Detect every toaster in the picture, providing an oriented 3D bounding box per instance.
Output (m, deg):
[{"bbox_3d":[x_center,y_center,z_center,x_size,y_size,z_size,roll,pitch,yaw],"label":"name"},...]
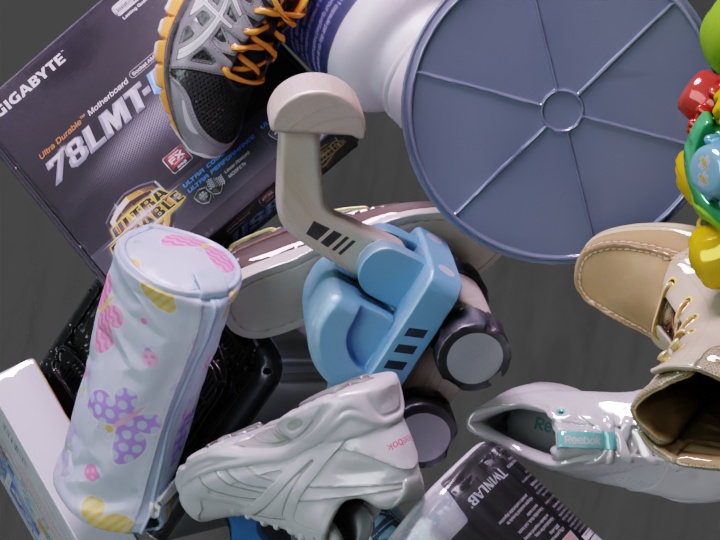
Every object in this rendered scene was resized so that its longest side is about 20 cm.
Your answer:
[{"bbox_3d":[-0.117,0.063,1.227,0.181,0.118,0.200,48,115,27],"label":"toaster"}]

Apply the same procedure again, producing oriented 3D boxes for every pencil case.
[{"bbox_3d":[-0.138,0.072,1.088,0.091,0.083,0.201,51,131,50],"label":"pencil case"}]

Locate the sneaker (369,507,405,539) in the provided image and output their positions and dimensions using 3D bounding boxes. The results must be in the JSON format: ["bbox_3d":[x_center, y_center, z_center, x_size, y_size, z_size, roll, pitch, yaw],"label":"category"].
[{"bbox_3d":[0.052,0.214,1.136,0.095,0.079,0.201,-24,77,15],"label":"sneaker"}]

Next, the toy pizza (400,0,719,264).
[{"bbox_3d":[0.125,-0.102,1.056,0.199,0.032,0.202,1,107,2],"label":"toy pizza"}]

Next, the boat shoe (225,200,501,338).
[{"bbox_3d":[-0.002,-0.012,1.130,0.060,0.199,0.072,-117,13,-55],"label":"boat shoe"}]

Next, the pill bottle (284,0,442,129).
[{"bbox_3d":[0.008,-0.178,1.144,0.200,0.119,0.120,47,114,29],"label":"pill bottle"}]

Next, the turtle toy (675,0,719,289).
[{"bbox_3d":[0.238,-0.087,0.958,0.145,0.101,0.201,-20,37,18],"label":"turtle toy"}]

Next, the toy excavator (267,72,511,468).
[{"bbox_3d":[0.000,0.000,1.052,0.195,0.199,0.100,-58,19,19],"label":"toy excavator"}]

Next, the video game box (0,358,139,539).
[{"bbox_3d":[-0.216,0.183,1.260,0.201,0.047,0.182,58,156,10],"label":"video game box"}]

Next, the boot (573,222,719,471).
[{"bbox_3d":[0.185,0.042,0.971,0.199,0.155,0.073,23,124,29],"label":"boot"}]

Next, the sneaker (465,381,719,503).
[{"bbox_3d":[0.157,0.104,1.039,0.199,0.088,0.076,-1,86,36],"label":"sneaker"}]

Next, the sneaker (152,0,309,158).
[{"bbox_3d":[-0.073,-0.168,1.085,0.077,0.078,0.201,19,101,32],"label":"sneaker"}]

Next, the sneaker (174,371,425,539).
[{"bbox_3d":[-0.040,0.136,1.037,0.200,0.078,0.100,-28,83,45],"label":"sneaker"}]

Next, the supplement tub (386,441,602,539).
[{"bbox_3d":[0.110,0.211,1.030,0.200,0.122,0.123,43,113,10],"label":"supplement tub"}]

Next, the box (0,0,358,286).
[{"bbox_3d":[-0.138,-0.099,1.170,0.200,0.050,0.199,-40,69,-4],"label":"box"}]

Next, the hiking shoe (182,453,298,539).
[{"bbox_3d":[-0.048,0.202,1.164,0.086,0.074,0.201,-15,104,14],"label":"hiking shoe"}]
